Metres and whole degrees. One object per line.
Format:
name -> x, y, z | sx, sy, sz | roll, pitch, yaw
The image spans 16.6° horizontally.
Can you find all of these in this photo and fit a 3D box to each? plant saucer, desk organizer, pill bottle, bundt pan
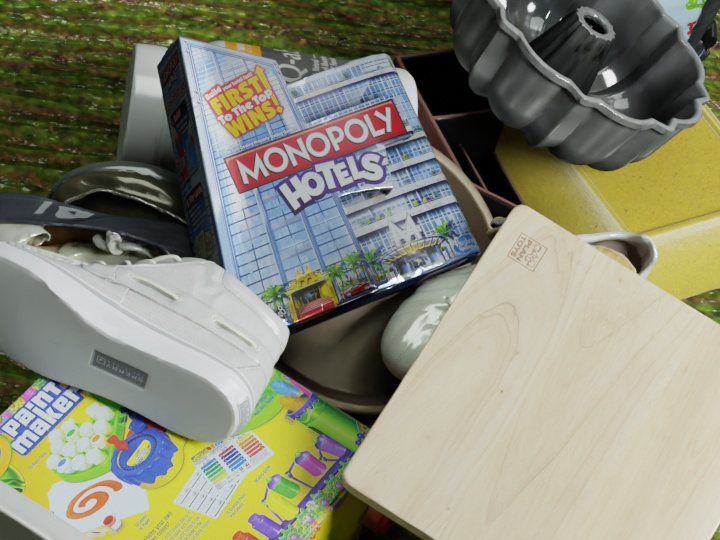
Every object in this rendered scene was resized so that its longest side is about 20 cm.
plant saucer -> 0.213, -0.071, 1.828 | 0.199, 0.049, 0.200 | -16, 55, -28
desk organizer -> 0.082, -0.064, 1.762 | 0.071, 0.077, 0.200 | -9, 52, -24
pill bottle -> -0.067, -0.098, 1.724 | 0.199, 0.117, 0.117 | 8, 46, -9
plant saucer -> 0.000, 0.000, 1.642 | 0.199, 0.029, 0.201 | 5, 75, -17
bundt pan -> 0.147, -0.152, 1.761 | 0.201, 0.076, 0.202 | 25, 38, -21

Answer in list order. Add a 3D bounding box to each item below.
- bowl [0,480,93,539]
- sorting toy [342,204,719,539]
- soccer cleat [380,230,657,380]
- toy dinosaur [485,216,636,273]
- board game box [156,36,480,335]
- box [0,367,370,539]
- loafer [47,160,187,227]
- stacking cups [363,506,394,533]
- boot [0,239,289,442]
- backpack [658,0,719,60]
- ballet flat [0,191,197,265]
bowl -> -0.226, 0.198, 1.364 | 0.199, 0.200, 0.075 | 27, 19, 15
sorting toy -> 0.122, 0.101, 1.454 | 0.198, 0.070, 0.200 | 32, 74, 7
soccer cleat -> 0.104, 0.016, 1.613 | 0.199, 0.078, 0.070 | -21, 83, -23
toy dinosaur -> 0.142, 0.034, 1.539 | 0.200, 0.058, 0.101 | 38, 75, 19
board game box -> -0.041, -0.069, 1.596 | 0.199, 0.062, 0.201 | -22, 84, -24
box -> -0.122, 0.146, 1.476 | 0.192, 0.122, 0.200 | 32, 48, 14
loafer -> -0.119, -0.013, 1.658 | 0.199, 0.075, 0.070 | 17, 42, -1
stacking cups -> -0.055, 0.097, 1.587 | 0.199, 0.061, 0.061 | 30, 47, 10
boot -> -0.142, 0.023, 1.464 | 0.199, 0.074, 0.096 | 30, 41, 2
backpack -> 0.183, -0.268, 1.934 | 0.199, 0.147, 0.184 | 3, 45, -10
ballet flat -> -0.197, -0.009, 1.609 | 0.199, 0.073, 0.073 | 7, 45, 10
